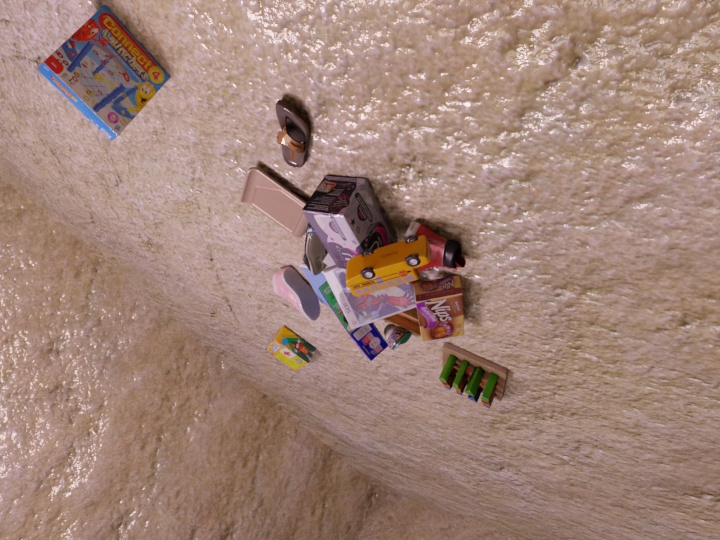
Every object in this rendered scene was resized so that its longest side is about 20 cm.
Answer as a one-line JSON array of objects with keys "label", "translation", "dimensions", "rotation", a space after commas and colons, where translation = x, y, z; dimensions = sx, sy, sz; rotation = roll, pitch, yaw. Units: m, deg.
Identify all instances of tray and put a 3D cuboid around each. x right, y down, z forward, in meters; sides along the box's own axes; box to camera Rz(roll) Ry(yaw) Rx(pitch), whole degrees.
[{"label": "tray", "translation": [0.119, 0.121, 1.640], "dimensions": [0.196, 0.038, 0.098], "rotation": [24, 154, -24]}]

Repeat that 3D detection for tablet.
[{"label": "tablet", "translation": [-0.103, 0.055, 1.869], "dimensions": [0.128, 0.014, 0.202], "rotation": [16, 150, 30]}]

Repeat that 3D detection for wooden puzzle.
[{"label": "wooden puzzle", "translation": [-0.212, -0.177, 1.572], "dimensions": [0.197, 0.038, 0.185], "rotation": [31, 154, -6]}]

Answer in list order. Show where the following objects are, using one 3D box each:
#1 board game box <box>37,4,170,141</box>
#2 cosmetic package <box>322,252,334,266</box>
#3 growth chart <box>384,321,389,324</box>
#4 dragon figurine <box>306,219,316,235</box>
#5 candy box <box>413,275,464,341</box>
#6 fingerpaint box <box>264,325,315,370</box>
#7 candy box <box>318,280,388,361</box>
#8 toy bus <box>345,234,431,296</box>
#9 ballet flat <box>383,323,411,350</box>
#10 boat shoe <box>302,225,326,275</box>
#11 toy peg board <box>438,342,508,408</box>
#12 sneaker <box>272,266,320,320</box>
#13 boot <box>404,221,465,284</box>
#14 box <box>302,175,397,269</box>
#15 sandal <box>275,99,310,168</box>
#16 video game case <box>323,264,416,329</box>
[{"label": "board game box", "translation": [-0.555, -0.431, 1.330], "dimensions": [0.055, 0.198, 0.200], "rotation": [-3, 138, 49]}, {"label": "cosmetic package", "translation": [0.000, 0.000, 1.612], "dimensions": [0.198, 0.051, 0.083], "rotation": [34, 157, -5]}, {"label": "growth chart", "translation": [0.045, 0.093, 1.761], "dimensions": [0.200, 0.018, 0.143], "rotation": [44, 153, -22]}, {"label": "dragon figurine", "translation": [-0.079, -0.116, 1.478], "dimensions": [0.097, 0.060, 0.201], "rotation": [11, 154, 0]}, {"label": "candy box", "translation": [0.196, 0.097, 1.497], "dimensions": [0.113, 0.058, 0.202], "rotation": [-9, 146, 4]}, {"label": "fingerpaint box", "translation": [-0.288, 0.318, 2.464], "dimensions": [0.165, 0.074, 0.200], "rotation": [35, 154, -7]}, {"label": "candy box", "translation": [-0.021, 0.133, 1.729], "dimensions": [0.201, 0.076, 0.170], "rotation": [50, 176, 39]}, {"label": "toy bus", "translation": [0.062, -0.009, 1.319], "dimensions": [0.195, 0.066, 0.079], "rotation": [-16, 134, 21]}, {"label": "ballet flat", "translation": [0.098, 0.183, 1.730], "dimensions": [0.071, 0.074, 0.200], "rotation": [26, -176, 12]}, {"label": "boat shoe", "translation": [-0.129, -0.068, 1.626], "dimensions": [0.068, 0.071, 0.202], "rotation": [49, 156, 25]}, {"label": "toy peg board", "translation": [0.316, 0.332, 1.775], "dimensions": [0.196, 0.099, 0.201], "rotation": [23, 152, 21]}, {"label": "sneaker", "translation": [-0.211, 0.075, 1.949], "dimensions": [0.103, 0.076, 0.202], "rotation": [-6, 124, 49]}, {"label": "boot", "translation": [0.165, -0.013, 1.385], "dimensions": [0.141, 0.073, 0.202], "rotation": [24, 150, 13]}, {"label": "box", "translation": [-0.020, -0.100, 1.388], "dimensions": [0.130, 0.116, 0.202], "rotation": [11, 148, 37]}, {"label": "sandal", "translation": [-0.153, -0.278, 1.300], "dimensions": [0.080, 0.055, 0.201], "rotation": [29, 154, 7]}, {"label": "video game case", "translation": [0.030, 0.043, 1.516], "dimensions": [0.195, 0.023, 0.185], "rotation": [-20, 117, 14]}]
